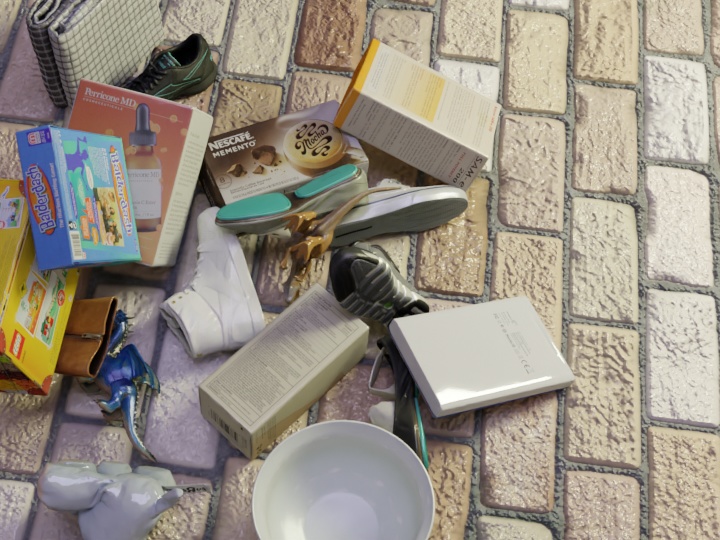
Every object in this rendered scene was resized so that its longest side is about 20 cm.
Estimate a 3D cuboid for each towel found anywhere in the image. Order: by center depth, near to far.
[{"bbox_3d":[-0.361,-0.334,1.819,0.085,0.166,0.200,24,59,19],"label":"towel"}]

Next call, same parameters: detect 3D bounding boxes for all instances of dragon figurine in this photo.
[{"bbox_3d":[-0.275,0.126,1.584,0.099,0.059,0.200,-36,58,-14],"label":"dragon figurine"}]

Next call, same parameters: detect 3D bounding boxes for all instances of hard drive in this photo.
[{"bbox_3d":[0.147,0.101,1.614,0.200,0.025,0.132,-9,56,-31],"label":"hard drive"}]

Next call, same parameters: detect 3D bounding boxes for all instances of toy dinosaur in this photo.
[{"bbox_3d":[-0.049,-0.049,1.651,0.060,0.106,0.200,45,105,16],"label":"toy dinosaur"}]

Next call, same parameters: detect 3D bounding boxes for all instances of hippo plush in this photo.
[{"bbox_3d":[-0.262,0.297,1.457,0.199,0.159,0.161,6,87,18],"label":"hippo plush"}]

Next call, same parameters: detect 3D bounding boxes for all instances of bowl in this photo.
[{"bbox_3d":[-0.021,0.274,1.491,0.200,0.090,0.202,1,58,-2],"label":"bowl"}]

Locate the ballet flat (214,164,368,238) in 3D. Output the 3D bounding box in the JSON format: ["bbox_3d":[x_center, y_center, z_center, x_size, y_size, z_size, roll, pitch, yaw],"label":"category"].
[{"bbox_3d":[-0.081,-0.072,1.671,0.200,0.064,0.067,-20,29,-11],"label":"ballet flat"}]

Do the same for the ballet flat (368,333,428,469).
[{"bbox_3d":[0.044,0.156,1.592,0.068,0.068,0.200,-5,47,5],"label":"ballet flat"}]

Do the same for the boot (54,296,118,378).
[{"bbox_3d":[-0.385,0.039,1.595,0.199,0.069,0.189,-3,56,19],"label":"boot"}]

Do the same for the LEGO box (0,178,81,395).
[{"bbox_3d":[-0.388,0.021,1.499,0.077,0.149,0.200,3,64,14],"label":"LEGO box"}]

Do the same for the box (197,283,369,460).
[{"bbox_3d":[-0.090,0.119,1.594,0.095,0.078,0.200,41,64,20],"label":"box"}]

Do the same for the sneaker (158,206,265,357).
[{"bbox_3d":[-0.199,0.014,1.658,0.115,0.074,0.200,-14,60,-15],"label":"sneaker"}]

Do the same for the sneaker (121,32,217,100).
[{"bbox_3d":[-0.284,-0.255,1.823,0.200,0.079,0.075,-39,67,-23],"label":"sneaker"}]

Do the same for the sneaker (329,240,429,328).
[{"bbox_3d":[0.000,0.000,1.626,0.075,0.200,0.116,-39,54,7],"label":"sneaker"}]

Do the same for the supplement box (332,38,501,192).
[{"bbox_3d":[0.077,-0.204,1.767,0.200,0.074,0.126,27,42,-7],"label":"supplement box"}]

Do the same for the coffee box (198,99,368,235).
[{"bbox_3d":[-0.104,-0.133,1.753,0.200,0.080,0.113,-18,60,-15],"label":"coffee box"}]

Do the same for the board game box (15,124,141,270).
[{"bbox_3d":[-0.315,-0.080,1.514,0.045,0.200,0.153,-10,89,13],"label":"board game box"}]

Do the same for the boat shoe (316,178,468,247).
[{"bbox_3d":[0.038,-0.089,1.737,0.199,0.074,0.067,-12,59,-10],"label":"boat shoe"}]

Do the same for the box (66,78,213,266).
[{"bbox_3d":[-0.289,-0.119,1.666,0.152,0.106,0.201,15,92,7],"label":"box"}]
